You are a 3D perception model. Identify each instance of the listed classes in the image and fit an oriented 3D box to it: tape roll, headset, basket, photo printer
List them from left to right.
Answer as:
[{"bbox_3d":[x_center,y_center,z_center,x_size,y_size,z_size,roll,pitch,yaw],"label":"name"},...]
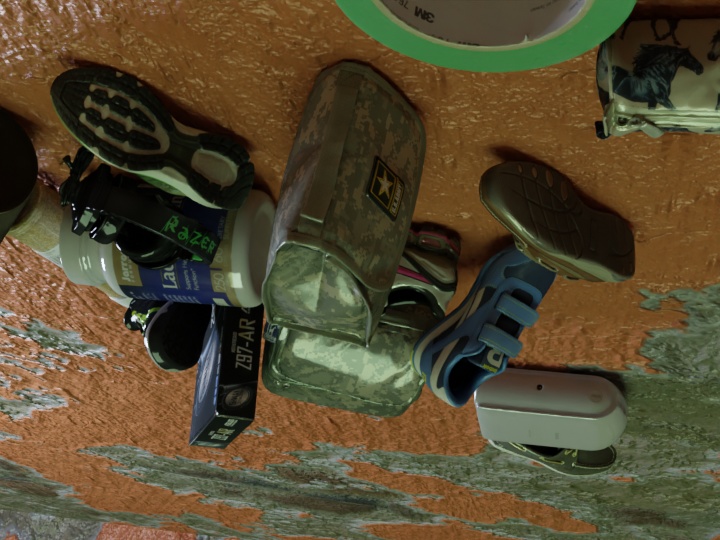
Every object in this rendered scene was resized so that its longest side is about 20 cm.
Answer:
[{"bbox_3d":[-0.403,-0.072,1.049,0.199,0.136,0.181,-27,105,45],"label":"basket"},{"bbox_3d":[-0.206,-0.061,0.984,0.199,0.095,0.123,14,168,39],"label":"headset"},{"bbox_3d":[0.075,-0.200,0.682,0.198,0.049,0.201,7,157,3],"label":"tape roll"},{"bbox_3d":[0.258,0.189,1.475,0.197,0.070,0.167,4,156,12],"label":"photo printer"}]

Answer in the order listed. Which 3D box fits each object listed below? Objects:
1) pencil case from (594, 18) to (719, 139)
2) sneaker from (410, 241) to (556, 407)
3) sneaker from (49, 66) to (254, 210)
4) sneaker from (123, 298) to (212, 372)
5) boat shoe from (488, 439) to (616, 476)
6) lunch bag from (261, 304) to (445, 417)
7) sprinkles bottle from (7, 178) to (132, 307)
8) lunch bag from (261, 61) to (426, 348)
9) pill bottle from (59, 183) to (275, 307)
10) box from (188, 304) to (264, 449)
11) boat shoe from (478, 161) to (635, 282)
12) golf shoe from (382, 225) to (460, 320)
[{"bbox_3d":[0.258,-0.124,0.734,0.197,0.090,0.078,3,156,12],"label":"pencil case"},{"bbox_3d":[0.136,0.055,1.103,0.074,0.083,0.201,28,110,-30],"label":"sneaker"},{"bbox_3d":[-0.194,-0.109,0.974,0.199,0.078,0.088,31,161,-34],"label":"sneaker"},{"bbox_3d":[-0.211,0.060,1.158,0.082,0.073,0.200,-12,-166,6],"label":"sneaker"},{"bbox_3d":[0.287,0.254,1.611,0.199,0.073,0.060,15,161,-4],"label":"boat shoe"},{"bbox_3d":[-0.011,0.071,1.221,0.198,0.141,0.168,13,155,-8],"label":"lunch bag"},{"bbox_3d":[-0.301,-0.027,1.193,0.068,0.069,0.200,-5,153,30],"label":"sprinkles bottle"},{"bbox_3d":[-0.014,-0.051,0.906,0.116,0.166,0.200,13,158,5],"label":"lunch bag"},{"bbox_3d":[-0.189,-0.027,1.090,0.197,0.117,0.116,3,156,13],"label":"pill bottle"},{"bbox_3d":[-0.146,0.083,1.216,0.043,0.202,0.160,10,159,-16],"label":"box"},{"bbox_3d":[0.170,-0.034,0.994,0.199,0.077,0.071,29,152,-36],"label":"boat shoe"},{"bbox_3d":[0.000,0.000,1.113,0.197,0.093,0.073,5,159,14],"label":"golf shoe"}]
